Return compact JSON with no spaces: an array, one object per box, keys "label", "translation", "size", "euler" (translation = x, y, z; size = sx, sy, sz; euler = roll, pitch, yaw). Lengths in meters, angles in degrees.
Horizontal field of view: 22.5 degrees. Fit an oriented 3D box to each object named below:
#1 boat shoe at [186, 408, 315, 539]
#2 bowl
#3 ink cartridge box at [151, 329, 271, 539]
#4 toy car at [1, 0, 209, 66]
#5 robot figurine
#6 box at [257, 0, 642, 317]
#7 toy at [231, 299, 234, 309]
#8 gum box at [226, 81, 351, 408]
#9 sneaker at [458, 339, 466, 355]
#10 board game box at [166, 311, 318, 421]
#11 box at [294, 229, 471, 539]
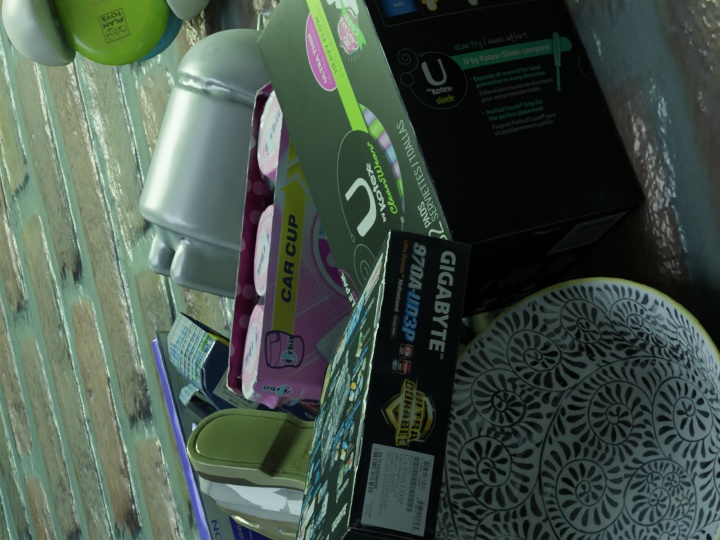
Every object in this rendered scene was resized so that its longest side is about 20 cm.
[{"label":"boat shoe","translation":[-0.014,0.139,1.136],"size":[0.198,0.075,0.069],"euler":[12,136,32]},{"label":"bowl","translation":[0.128,0.114,0.931],"size":[0.199,0.094,0.203],"euler":[-19,58,34]},{"label":"ink cartridge box","translation":[-0.103,0.143,1.406],"size":[0.200,0.043,0.200],"euler":[5,-112,-69]},{"label":"toy car","translation":[-0.205,-0.258,1.480],"size":[0.150,0.173,0.202],"euler":[28,-137,-76]},{"label":"robot figurine","translation":[-0.089,-0.085,1.288],"size":[0.169,0.112,0.202],"euler":[23,97,54]},{"label":"box","translation":[0.044,-0.087,1.023],"size":[0.202,0.123,0.149],"euler":[69,154,15]},{"label":"toy","translation":[-0.072,-0.030,1.398],"size":[0.115,0.047,0.202],"euler":[152,108,-68]},{"label":"gum box","translation":[-0.013,-0.010,1.120],"size":[0.066,0.112,0.202],"euler":[161,116,-67]},{"label":"sneaker","translation":[0.047,0.139,1.178],"size":[0.079,0.078,0.202],"euler":[-145,49,-64]},{"label":"board game box","translation":[-0.054,0.110,1.301],"size":[0.062,0.199,0.200],"euler":[-59,15,-4]},{"label":"box","translation":[0.006,0.094,0.952],"size":[0.200,0.045,0.161],"euler":[115,166,-63]}]
